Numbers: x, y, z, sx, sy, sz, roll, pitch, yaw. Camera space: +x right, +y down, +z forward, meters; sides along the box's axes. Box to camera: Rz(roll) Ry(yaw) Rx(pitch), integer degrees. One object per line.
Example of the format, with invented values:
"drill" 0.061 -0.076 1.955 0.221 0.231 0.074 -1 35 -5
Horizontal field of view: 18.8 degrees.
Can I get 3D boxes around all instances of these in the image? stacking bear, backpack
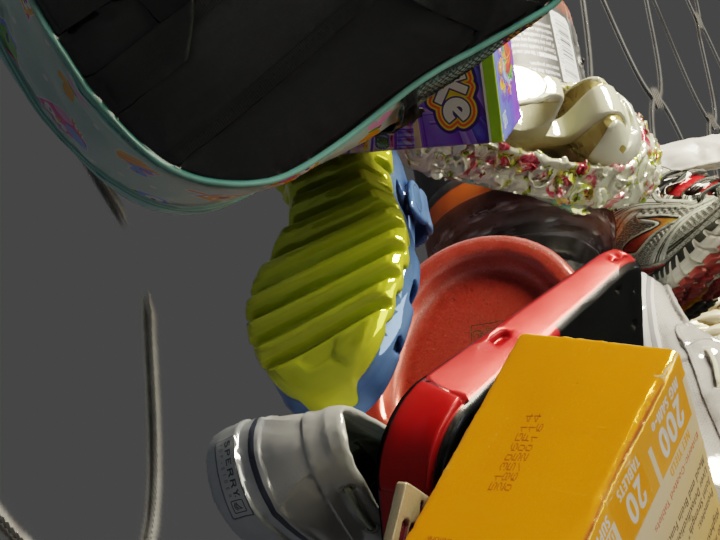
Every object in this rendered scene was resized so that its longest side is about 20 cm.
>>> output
"stacking bear" 0.087 0.078 1.101 0.200 0.121 0.114 58 28 -55
"backpack" -0.046 -0.120 0.823 0.200 0.153 0.176 -41 103 -25

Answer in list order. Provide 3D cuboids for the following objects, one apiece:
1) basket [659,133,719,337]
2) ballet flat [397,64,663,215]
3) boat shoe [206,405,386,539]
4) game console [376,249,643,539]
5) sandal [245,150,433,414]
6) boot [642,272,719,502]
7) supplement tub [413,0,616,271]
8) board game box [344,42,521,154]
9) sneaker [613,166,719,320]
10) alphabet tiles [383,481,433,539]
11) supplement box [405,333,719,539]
"basket" 0.246 0.020 1.379 0.200 0.198 0.161 65 16 -62
"ballet flat" 0.092 -0.072 1.099 0.200 0.064 0.076 3 58 -38
"boat shoe" 0.011 0.105 0.921 0.200 0.067 0.074 30 44 -61
"game console" 0.072 0.111 0.934 0.177 0.031 0.200 -36 130 -46
"sandal" 0.000 0.000 0.986 0.200 0.079 0.087 -83 151 -49
"boot" 0.183 0.064 1.080 0.200 0.095 0.074 -94 171 -53
"supplement tub" 0.081 -0.055 1.202 0.107 0.107 0.200 41 35 -53
"board game box" -0.011 -0.152 0.937 0.045 0.134 0.200 -53 137 -67
"sneaker" 0.175 -0.024 1.186 0.078 0.200 0.082 -11 75 -34
"alphabet tiles" 0.013 0.189 0.816 0.166 0.006 0.200 40 60 -55
"supplement box" 0.095 0.141 0.870 0.126 0.073 0.200 -58 141 -38
